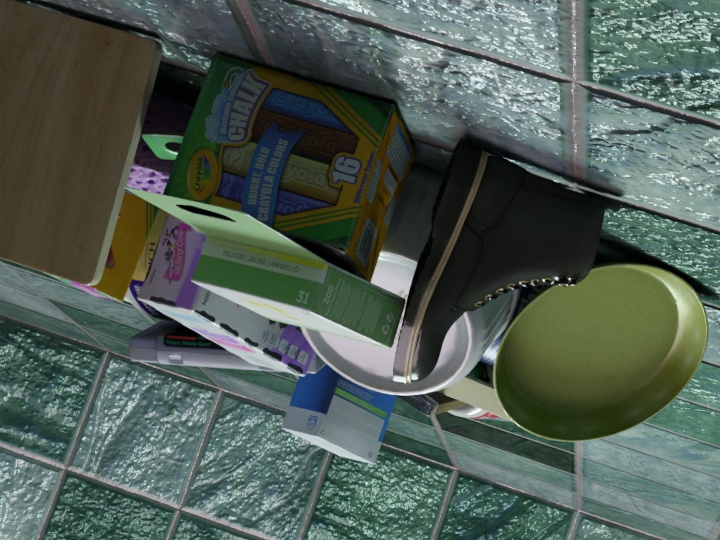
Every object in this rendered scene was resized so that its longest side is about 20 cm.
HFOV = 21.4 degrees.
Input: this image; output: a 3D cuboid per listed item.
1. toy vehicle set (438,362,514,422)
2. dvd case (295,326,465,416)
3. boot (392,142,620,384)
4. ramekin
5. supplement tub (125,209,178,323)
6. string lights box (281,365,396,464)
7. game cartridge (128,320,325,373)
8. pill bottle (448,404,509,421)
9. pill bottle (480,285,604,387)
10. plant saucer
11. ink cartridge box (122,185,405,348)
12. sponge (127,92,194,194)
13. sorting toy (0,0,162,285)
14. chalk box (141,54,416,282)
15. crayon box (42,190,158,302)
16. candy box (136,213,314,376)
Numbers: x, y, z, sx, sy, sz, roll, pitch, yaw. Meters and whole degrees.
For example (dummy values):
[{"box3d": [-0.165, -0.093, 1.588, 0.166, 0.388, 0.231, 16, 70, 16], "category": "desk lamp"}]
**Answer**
[{"box3d": [0.104, 0.059, 1.828, 0.124, 0.027, 0.201, 22, -150, -16], "category": "toy vehicle set"}, {"box3d": [0.024, 0.089, 1.810, 0.148, 0.016, 0.200, 33, -174, 11], "category": "dvd case"}, {"box3d": [0.111, 0.014, 1.502, 0.137, 0.201, 0.078, 17, -156, -2], "category": "boot"}, {"box3d": [0.032, 0.017, 1.628, 0.201, 0.094, 0.203, 11, 129, 14], "category": "ramekin"}, {"box3d": [-0.160, -0.015, 1.946, 0.199, 0.146, 0.145, 9, 165, 43], "category": "supplement tub"}, {"box3d": [-0.002, 0.097, 2.068, 0.059, 0.201, 0.103, 8, 164, 45], "category": "string lights box"}, {"box3d": [-0.125, 0.074, 1.960, 0.198, 0.039, 0.130, 3, -175, 13], "category": "game cartridge"}, {"box3d": [0.175, 0.104, 1.981, 0.199, 0.112, 0.110, 9, 179, -41], "category": "pill bottle"}, {"box3d": [0.126, 0.030, 1.749, 0.199, 0.112, 0.111, 22, 169, -15], "category": "pill bottle"}, {"box3d": [0.209, 0.067, 1.686, 0.199, 0.200, 0.031, 26, -155, -30], "category": "plant saucer"}, {"box3d": [-0.079, -0.001, 1.477, 0.145, 0.048, 0.199, 13, 171, 43], "category": "ink cartridge box"}, {"box3d": [-0.146, -0.098, 1.633, 0.199, 0.112, 0.030, 19, 127, 1], "category": "sponge"}, {"box3d": [-0.268, -0.111, 1.552, 0.197, 0.202, 0.070, 17, -177, 14], "category": "sorting toy"}, {"box3d": [-0.073, -0.084, 1.513, 0.199, 0.125, 0.125, 18, 170, 13], "category": "chalk box"}, {"box3d": [-0.269, -0.089, 1.698, 0.199, 0.174, 0.058, 28, 167, -38], "category": "crayon box"}, {"box3d": [-0.102, -0.013, 1.790, 0.071, 0.169, 0.200, 12, 167, 34], "category": "candy box"}]
